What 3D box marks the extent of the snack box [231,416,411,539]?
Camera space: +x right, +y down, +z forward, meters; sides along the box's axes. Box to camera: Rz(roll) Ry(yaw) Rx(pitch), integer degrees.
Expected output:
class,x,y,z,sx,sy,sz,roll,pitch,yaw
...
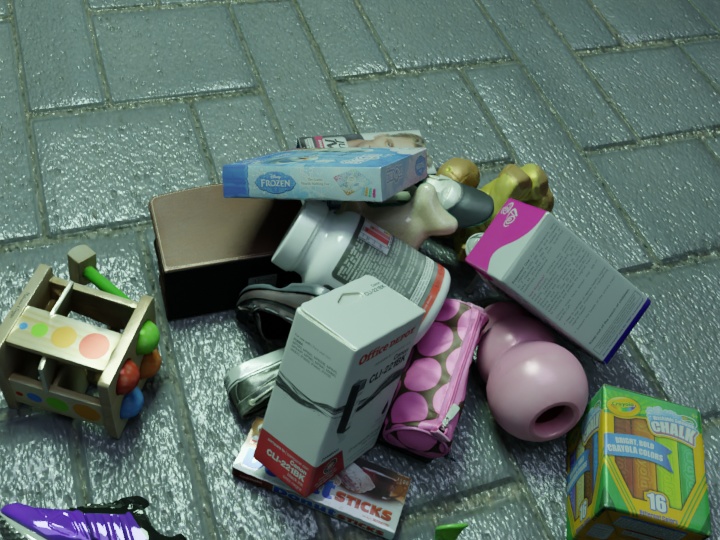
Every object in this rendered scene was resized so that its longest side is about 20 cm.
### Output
class,x,y,z,sx,sy,sz,roll,pitch,yaw
snack box,-0.044,0.239,0.913,0.198,0.024,0.072,21,51,5

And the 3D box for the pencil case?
class,x,y,z,sx,sy,sz,roll,pitch,yaw
pencil case,0.098,0.125,0.955,0.090,0.094,0.201,27,58,-13

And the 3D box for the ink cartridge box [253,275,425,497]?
class,x,y,z,sx,sy,sz,roll,pitch,yaw
ink cartridge box,-0.023,0.123,0.865,0.083,0.202,0.144,30,29,24

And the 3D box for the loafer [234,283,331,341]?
class,x,y,z,sx,sy,sz,roll,pitch,yaw
loafer,-0.102,0.057,0.956,0.072,0.199,0.063,41,61,-28

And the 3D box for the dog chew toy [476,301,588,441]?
class,x,y,z,sx,sy,sz,roll,pitch,yaw
dog chew toy,0.203,0.116,0.998,0.123,0.125,0.201,-5,39,-14

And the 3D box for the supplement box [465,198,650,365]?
class,x,y,z,sx,sy,sz,roll,pitch,yaw
supplement box,0.244,0.013,0.979,0.199,0.104,0.101,34,2,-24

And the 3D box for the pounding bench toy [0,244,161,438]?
class,x,y,z,sx,sy,sz,roll,pitch,yaw
pounding bench toy,-0.307,0.068,0.931,0.154,0.125,0.201,15,51,1

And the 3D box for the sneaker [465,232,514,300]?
class,x,y,z,sx,sy,sz,roll,pitch,yaw
sneaker,0.213,0.012,1.071,0.199,0.087,0.075,34,85,-24

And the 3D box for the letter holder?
class,x,y,z,sx,sy,sz,roll,pitch,yaw
letter holder,-0.173,-0.035,1.054,0.198,0.101,0.143,-10,53,-18

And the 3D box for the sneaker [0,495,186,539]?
class,x,y,z,sx,sy,sz,roll,pitch,yaw
sneaker,-0.271,0.275,0.821,0.199,0.070,0.100,23,45,2

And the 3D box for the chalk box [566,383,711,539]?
class,x,y,z,sx,sy,sz,roll,pitch,yaw
chalk box,0.321,0.224,0.931,0.124,0.124,0.201,13,52,-1

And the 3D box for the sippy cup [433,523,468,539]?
class,x,y,z,sx,sy,sz,roll,pitch,yaw
sippy cup,0.109,0.354,0.787,0.139,0.131,0.178,-34,66,-30

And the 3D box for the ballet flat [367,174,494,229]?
class,x,y,z,sx,sy,sz,roll,pitch,yaw
ballet flat,0.083,-0.098,1.069,0.199,0.074,0.073,9,43,39

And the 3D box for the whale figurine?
class,x,y,z,sx,sy,sz,roll,pitch,yaw
whale figurine,0.033,-0.048,1.054,0.160,0.199,0.104,52,24,-16

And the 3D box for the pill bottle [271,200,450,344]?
class,x,y,z,sx,sy,sz,roll,pitch,yaw
pill bottle,0.000,0.000,0.959,0.199,0.116,0.116,32,51,-8

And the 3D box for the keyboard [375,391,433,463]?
class,x,y,z,sx,sy,sz,roll,pitch,yaw
keyboard,0.062,0.139,1.014,0.126,0.021,0.201,21,51,5

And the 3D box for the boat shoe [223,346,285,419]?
class,x,y,z,sx,sy,sz,roll,pitch,yaw
boat shoe,-0.067,0.125,0.974,0.199,0.071,0.064,-23,60,-17

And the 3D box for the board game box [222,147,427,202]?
class,x,y,z,sx,sy,sz,roll,pitch,yaw
board game box,-0.036,-0.122,0.976,0.197,0.044,0.200,4,15,19

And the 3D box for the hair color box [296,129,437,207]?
class,x,y,z,sx,sy,sz,roll,pitch,yaw
hair color box,0.006,-0.156,1.206,0.198,0.061,0.101,-7,55,-16

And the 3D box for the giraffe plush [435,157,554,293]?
class,x,y,z,sx,sy,sz,roll,pitch,yaw
giraffe plush,0.158,-0.093,1.149,0.162,0.172,0.200,40,90,32
